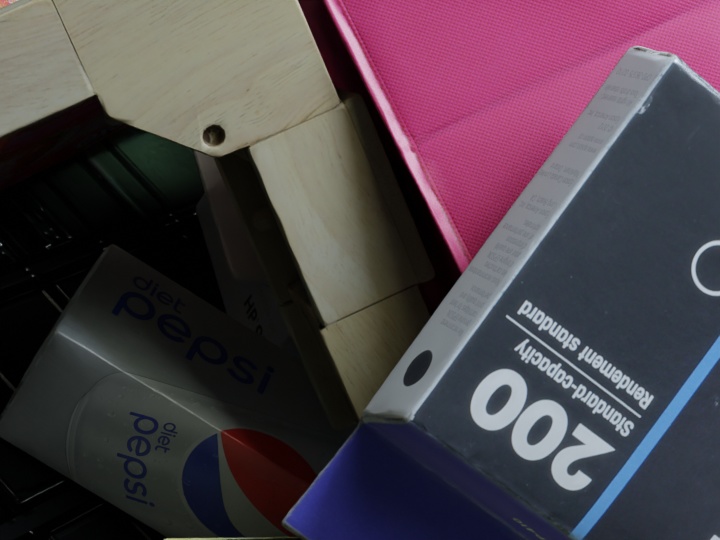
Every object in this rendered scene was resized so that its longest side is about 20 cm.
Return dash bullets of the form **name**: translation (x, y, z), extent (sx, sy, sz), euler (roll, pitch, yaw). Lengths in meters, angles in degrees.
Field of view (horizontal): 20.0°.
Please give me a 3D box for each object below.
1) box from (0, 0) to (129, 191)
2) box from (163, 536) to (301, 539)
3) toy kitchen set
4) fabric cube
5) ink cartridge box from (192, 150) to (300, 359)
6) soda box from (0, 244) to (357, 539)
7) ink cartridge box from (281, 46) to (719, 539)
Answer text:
- **box**: translation (-0.118, -0.120, 0.901), extent (0.200, 0.095, 0.103), euler (-31, 85, -41)
- **box**: translation (-0.017, 0.187, 0.710), extent (0.075, 0.050, 0.200), euler (6, 44, -40)
- **toy kitchen set**: translation (-0.086, -0.013, 0.778), extent (0.163, 0.180, 0.200), euler (-142, -152, -77)
- **fabric cube**: translation (0.094, -0.075, 0.796), extent (0.200, 0.199, 0.196), euler (63, -7, 2)
- **ink cartridge box**: translation (0.000, 0.000, 0.938), extent (0.200, 0.067, 0.116), euler (12, 42, -33)
- **soda box**: translation (-0.038, 0.078, 0.813), extent (0.200, 0.063, 0.068), euler (32, 34, -5)
- **ink cartridge box**: translation (0.110, 0.064, 0.680), extent (0.198, 0.200, 0.043), euler (36, 1, -15)
